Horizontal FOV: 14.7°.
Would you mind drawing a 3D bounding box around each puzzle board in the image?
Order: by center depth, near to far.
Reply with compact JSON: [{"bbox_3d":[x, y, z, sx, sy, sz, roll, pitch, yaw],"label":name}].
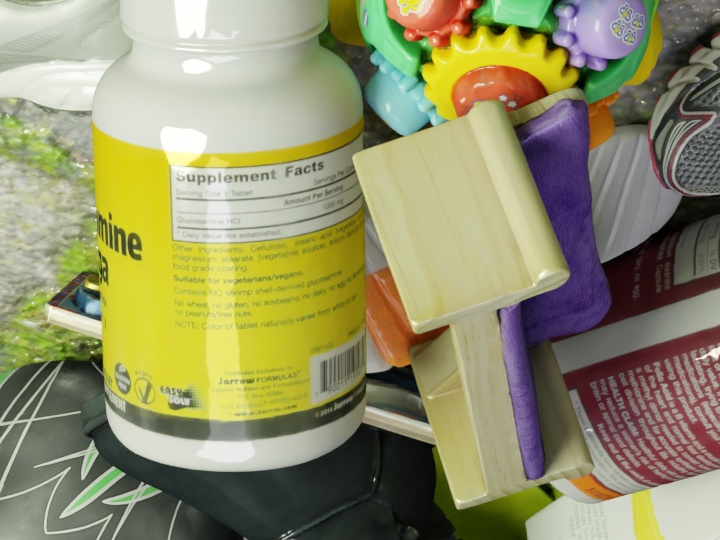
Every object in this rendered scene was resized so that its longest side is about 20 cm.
[{"bbox_3d":[-0.044,0.036,1.310,0.199,0.018,0.151,18,-173,-1],"label":"puzzle board"}]

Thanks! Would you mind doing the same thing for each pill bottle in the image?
[{"bbox_3d":[-0.054,-0.028,1.148,0.111,0.113,0.202,1,110,6],"label":"pill bottle"},{"bbox_3d":[0.174,0.030,1.285,0.199,0.115,0.114,-18,137,29],"label":"pill bottle"}]

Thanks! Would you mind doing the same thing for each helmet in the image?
[{"bbox_3d":[-0.153,0.139,1.404,0.199,0.201,0.191,23,134,-21],"label":"helmet"}]

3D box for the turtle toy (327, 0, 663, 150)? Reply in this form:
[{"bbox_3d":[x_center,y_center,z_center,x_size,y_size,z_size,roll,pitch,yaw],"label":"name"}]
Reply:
[{"bbox_3d":[0.061,-0.116,1.116,0.145,0.102,0.201,8,143,-2],"label":"turtle toy"}]

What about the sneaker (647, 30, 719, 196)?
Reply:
[{"bbox_3d":[0.214,-0.069,1.181,0.199,0.075,0.081,-15,138,27],"label":"sneaker"}]

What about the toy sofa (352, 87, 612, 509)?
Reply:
[{"bbox_3d":[0.064,0.015,1.146,0.097,0.083,0.200,-17,152,-1],"label":"toy sofa"}]

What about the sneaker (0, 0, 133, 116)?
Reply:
[{"bbox_3d":[-0.175,-0.107,1.196,0.198,0.074,0.080,-9,132,9],"label":"sneaker"}]

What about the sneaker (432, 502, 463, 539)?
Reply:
[{"bbox_3d":[0.032,0.186,1.433,0.200,0.075,0.078,47,137,-3],"label":"sneaker"}]

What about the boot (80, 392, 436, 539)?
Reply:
[{"bbox_3d":[-0.035,0.140,1.317,0.199,0.169,0.076,8,156,-35],"label":"boot"}]

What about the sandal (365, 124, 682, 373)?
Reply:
[{"bbox_3d":[0.047,-0.017,1.265,0.205,0.059,0.080,-20,119,-12],"label":"sandal"}]

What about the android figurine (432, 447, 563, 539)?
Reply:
[{"bbox_3d":[0.042,0.121,1.485,0.199,0.041,0.182,-20,136,27],"label":"android figurine"}]

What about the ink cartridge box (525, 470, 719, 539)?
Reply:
[{"bbox_3d":[0.203,0.136,1.414,0.145,0.084,0.200,25,131,-36],"label":"ink cartridge box"}]

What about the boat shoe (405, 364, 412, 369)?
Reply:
[{"bbox_3d":[0.000,0.000,1.319,0.199,0.073,0.067,22,174,-33],"label":"boat shoe"}]
